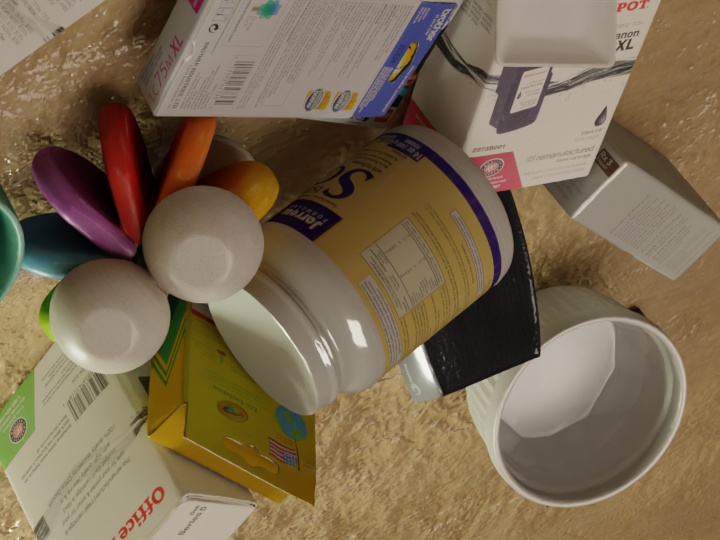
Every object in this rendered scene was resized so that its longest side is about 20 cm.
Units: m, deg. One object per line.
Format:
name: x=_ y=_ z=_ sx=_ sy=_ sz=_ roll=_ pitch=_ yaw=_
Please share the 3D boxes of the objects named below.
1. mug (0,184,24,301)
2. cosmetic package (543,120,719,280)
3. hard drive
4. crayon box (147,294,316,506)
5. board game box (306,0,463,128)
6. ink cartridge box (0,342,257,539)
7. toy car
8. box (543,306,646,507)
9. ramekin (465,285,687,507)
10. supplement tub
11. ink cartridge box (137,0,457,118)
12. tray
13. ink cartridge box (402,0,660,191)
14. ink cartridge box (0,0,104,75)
mug: x=-0.324 y=-0.028 z=1.278 sx=0.185 sy=0.115 sz=0.152 roll=-22 pitch=144 yaw=-16
cosmetic package: x=0.224 y=-0.071 z=1.691 sx=0.074 sy=0.102 sz=0.200 roll=-47 pitch=143 yaw=16
hard drive: x=0.079 y=0.000 z=1.617 sx=0.135 sy=0.042 sz=0.201 roll=-20 pitch=107 yaw=-20
crayon box: x=-0.097 y=0.090 z=1.501 sx=0.127 sy=0.200 sz=0.051 roll=32 pitch=123 yaw=-27
board game box: x=-0.033 y=-0.169 z=1.419 sx=0.200 sy=0.035 sz=0.126 roll=2 pitch=131 yaw=-41
ink cartridge box: x=-0.189 y=0.154 z=1.531 sx=0.084 sy=0.200 sz=0.146 roll=16 pitch=122 yaw=-48
toy car: x=-0.164 y=-0.037 z=1.385 sx=0.200 sy=0.175 sz=0.150 roll=-37 pitch=110 yaw=10
box: x=0.234 y=0.141 z=1.999 sx=0.158 sy=0.048 sz=0.200 roll=-29 pitch=145 yaw=-9
ramekin: x=0.193 y=0.110 z=1.833 sx=0.199 sy=0.105 sz=0.201 roll=-10 pitch=118 yaw=-18
supplement tub: x=0.000 y=0.000 z=1.465 sx=0.200 sy=0.145 sz=0.146 roll=-38 pitch=149 yaw=-24
ink cartridge box: x=-0.042 y=-0.158 z=1.352 sx=0.199 sy=0.042 sz=0.119 roll=0 pitch=139 yaw=-35
tray: x=0.136 y=-0.244 z=1.392 sx=0.107 sy=0.022 sz=0.201 roll=-2 pitch=97 yaw=-30
ink cartridge box: x=0.130 y=-0.163 z=1.516 sx=0.144 sy=0.084 sz=0.200 roll=-11 pitch=138 yaw=-30
ink cartridge box: x=-0.211 y=-0.194 z=1.170 sx=0.200 sy=0.116 sz=0.068 roll=-35 pitch=146 yaw=2
